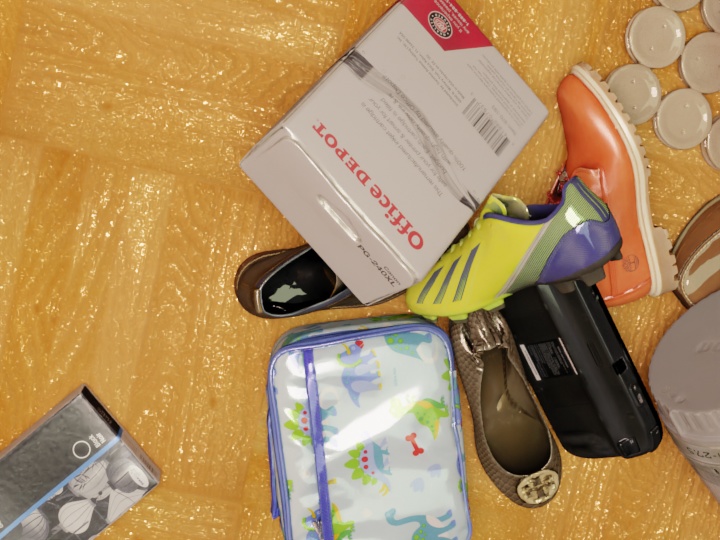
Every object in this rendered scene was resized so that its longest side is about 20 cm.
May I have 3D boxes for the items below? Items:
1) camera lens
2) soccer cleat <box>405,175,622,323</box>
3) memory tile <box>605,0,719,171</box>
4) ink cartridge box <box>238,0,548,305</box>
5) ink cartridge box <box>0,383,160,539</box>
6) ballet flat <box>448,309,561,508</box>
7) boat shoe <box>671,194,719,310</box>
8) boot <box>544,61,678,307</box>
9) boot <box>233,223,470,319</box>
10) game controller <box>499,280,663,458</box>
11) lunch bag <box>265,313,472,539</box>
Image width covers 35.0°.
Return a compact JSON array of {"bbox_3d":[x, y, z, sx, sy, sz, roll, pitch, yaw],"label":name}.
[{"bbox_3d":[0.341,0.126,0.908,0.160,0.160,0.200,-40,112,-1],"label":"camera lens"},{"bbox_3d":[0.103,-0.017,0.847,0.065,0.199,0.084,-40,104,-42],"label":"soccer cleat"},{"bbox_3d":[0.295,-0.196,0.947,0.152,0.017,0.202,21,93,-10],"label":"memory tile"},{"bbox_3d":[0.027,-0.097,0.842,0.145,0.083,0.200,47,58,-11],"label":"ink cartridge box"},{"bbox_3d":[-0.265,0.192,0.906,0.199,0.039,0.100,-40,101,-1],"label":"ink cartridge box"},{"bbox_3d":[0.122,0.116,0.934,0.067,0.046,0.202,-23,111,-8],"label":"ballet flat"},{"bbox_3d":[0.341,-0.043,0.943,0.200,0.074,0.076,-41,101,-1],"label":"boat shoe"},{"bbox_3d":[0.179,-0.061,0.921,0.106,0.075,0.202,-19,100,0],"label":"boot"},{"bbox_3d":[0.000,0.000,0.888,0.198,0.097,0.076,-18,99,-5],"label":"boot"},{"bbox_3d":[0.168,0.065,0.924,0.042,0.104,0.202,-33,102,-31],"label":"game controller"},{"bbox_3d":[0.003,0.142,0.917,0.158,0.082,0.203,-5,97,-5],"label":"lunch bag"}]
